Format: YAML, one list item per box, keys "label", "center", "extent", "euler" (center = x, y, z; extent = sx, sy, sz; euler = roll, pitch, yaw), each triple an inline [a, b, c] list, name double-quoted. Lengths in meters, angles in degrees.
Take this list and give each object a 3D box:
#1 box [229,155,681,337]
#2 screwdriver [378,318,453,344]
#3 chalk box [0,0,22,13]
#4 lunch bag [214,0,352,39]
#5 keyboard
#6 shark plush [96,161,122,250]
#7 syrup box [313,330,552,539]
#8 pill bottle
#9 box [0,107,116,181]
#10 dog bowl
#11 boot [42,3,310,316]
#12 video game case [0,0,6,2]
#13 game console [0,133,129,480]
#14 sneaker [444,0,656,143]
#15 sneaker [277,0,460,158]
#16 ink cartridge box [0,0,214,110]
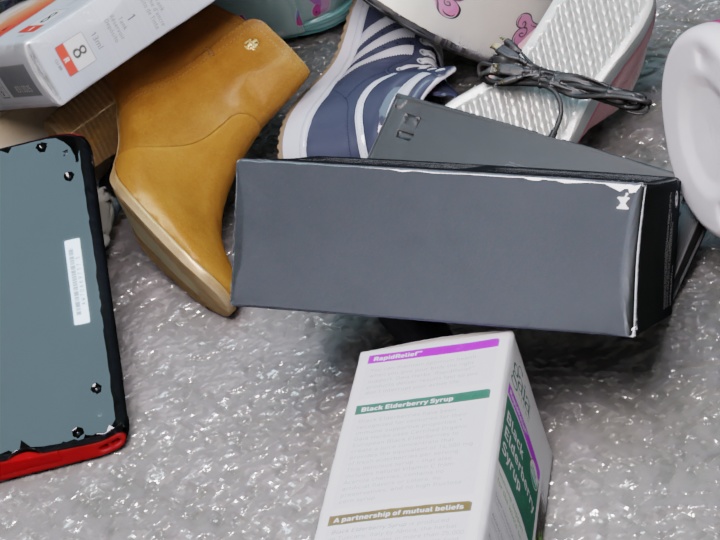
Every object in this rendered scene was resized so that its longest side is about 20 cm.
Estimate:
- label: "box"
  center: [0.051, -0.015, 1.141]
  extent: [0.200, 0.079, 0.141]
  euler: [4, 2, 15]
- label: "screwdriver"
  center: [0.000, 0.000, 1.276]
  extent: [0.029, 0.028, 0.200]
  euler: [-1, 25, -29]
- label: "chalk box"
  center: [-0.280, -0.149, 1.571]
  extent: [0.124, 0.124, 0.200]
  euler: [-7, 34, 16]
- label: "lunch bag"
  center: [-0.083, -0.222, 1.623]
  extent: [0.200, 0.077, 0.160]
  euler: [-9, 31, 15]
- label: "keyboard"
  center: [0.101, -0.058, 1.249]
  extent: [0.200, 0.021, 0.127]
  euler: [19, 77, 25]
- label: "shark plush"
  center: [-0.201, -0.023, 1.391]
  extent: [0.083, 0.091, 0.200]
  euler: [-30, 20, 49]
- label: "syrup box"
  center: [0.033, 0.118, 1.028]
  extent: [0.081, 0.079, 0.200]
  euler: [-8, 33, 17]
- label: "pill bottle"
  center: [0.267, -0.088, 1.171]
  extent: [0.200, 0.114, 0.113]
  euler: [-13, 29, -16]
- label: "box"
  center: [-0.196, -0.100, 1.477]
  extent: [0.200, 0.095, 0.078]
  euler: [-38, 37, -27]
- label: "dog bowl"
  center: [0.054, -0.211, 1.423]
  extent: [0.200, 0.074, 0.200]
  euler: [26, 24, -13]
- label: "boot"
  center: [-0.085, -0.076, 1.348]
  extent: [0.144, 0.071, 0.201]
  euler: [-36, 55, -11]
- label: "video game case"
  center: [-0.149, -0.211, 1.478]
  extent: [0.182, 0.023, 0.200]
  euler: [-14, 11, 12]
- label: "game console"
  center: [-0.224, 0.027, 1.271]
  extent: [0.177, 0.031, 0.200]
  euler: [-13, 63, 3]
- label: "sneaker"
  center: [0.101, -0.089, 1.336]
  extent: [0.075, 0.105, 0.200]
  euler: [40, 87, 11]
- label: "sneaker"
  center: [0.037, -0.122, 1.408]
  extent: [0.108, 0.070, 0.200]
  euler: [-2, 41, 33]
- label: "ink cartridge box"
  center: [-0.141, -0.167, 1.366]
  extent: [0.200, 0.050, 0.162]
  euler: [-40, 19, -20]
